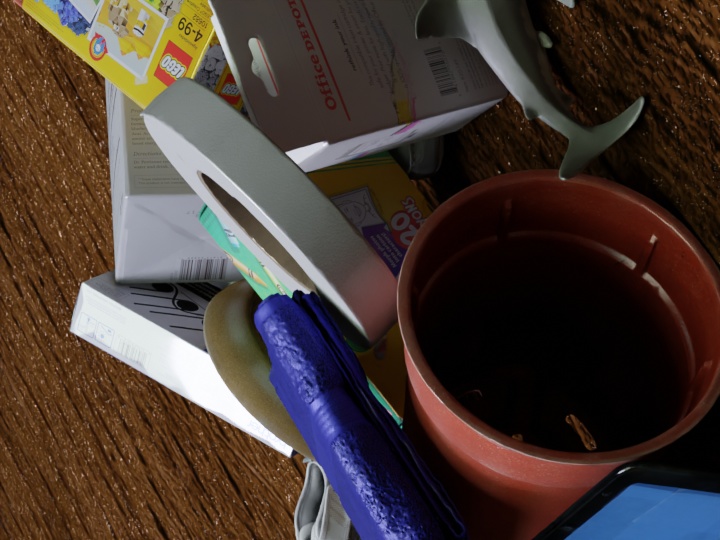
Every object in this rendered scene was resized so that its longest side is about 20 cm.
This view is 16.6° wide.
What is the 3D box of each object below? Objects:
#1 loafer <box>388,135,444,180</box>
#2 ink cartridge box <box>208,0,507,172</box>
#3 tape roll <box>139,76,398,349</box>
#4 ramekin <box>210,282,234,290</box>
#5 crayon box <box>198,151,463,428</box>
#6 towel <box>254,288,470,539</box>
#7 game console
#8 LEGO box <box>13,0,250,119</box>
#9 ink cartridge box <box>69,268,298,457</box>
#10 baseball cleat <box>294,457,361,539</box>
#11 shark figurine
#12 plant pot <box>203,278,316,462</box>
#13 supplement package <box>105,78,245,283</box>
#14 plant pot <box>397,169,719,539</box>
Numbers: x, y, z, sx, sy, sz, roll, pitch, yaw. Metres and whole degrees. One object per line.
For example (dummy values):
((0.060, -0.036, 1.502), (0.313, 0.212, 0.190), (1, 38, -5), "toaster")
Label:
((0.000, -0.153, 1.676), (0.070, 0.069, 0.201), (-29, 80, 61), "loafer")
((-0.015, -0.132, 1.570), (0.067, 0.199, 0.117), (-31, 79, 51), "ink cartridge box")
((-0.052, -0.035, 1.514), (0.203, 0.037, 0.203), (45, 173, 7), "tape roll")
((-0.093, 0.009, 1.908), (0.200, 0.097, 0.202), (39, 138, 46), "ramekin")
((0.000, 0.000, 1.658), (0.200, 0.119, 0.058), (51, 154, 4), "crayon box")
((0.005, 0.114, 1.509), (0.201, 0.049, 0.148), (59, 172, 20), "towel")
((0.202, 0.197, 1.454), (0.177, 0.116, 0.200), (58, 150, 12), "game console")
((-0.131, -0.201, 1.662), (0.200, 0.077, 0.150), (39, 111, 36), "LEGO box")
((-0.101, 0.058, 1.773), (0.199, 0.094, 0.044), (28, 117, 22), "ink cartridge box")
((0.011, 0.224, 1.837), (0.070, 0.106, 0.201), (-34, 78, 56), "baseball cleat")
((0.082, -0.142, 1.523), (0.128, 0.089, 0.216), (-40, 69, 61), "shark figurine")
((-0.016, 0.067, 1.719), (0.200, 0.199, 0.028), (52, 123, 32), "plant pot")
((-0.120, -0.106, 1.784), (0.120, 0.120, 0.201), (104, 162, -58), "supplement package")
((0.108, 0.077, 1.509), (0.201, 0.200, 0.196), (57, 156, 26), "plant pot")
